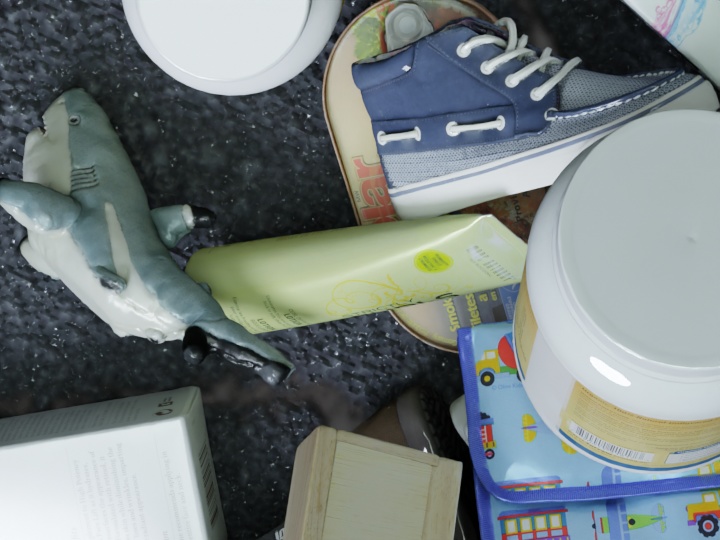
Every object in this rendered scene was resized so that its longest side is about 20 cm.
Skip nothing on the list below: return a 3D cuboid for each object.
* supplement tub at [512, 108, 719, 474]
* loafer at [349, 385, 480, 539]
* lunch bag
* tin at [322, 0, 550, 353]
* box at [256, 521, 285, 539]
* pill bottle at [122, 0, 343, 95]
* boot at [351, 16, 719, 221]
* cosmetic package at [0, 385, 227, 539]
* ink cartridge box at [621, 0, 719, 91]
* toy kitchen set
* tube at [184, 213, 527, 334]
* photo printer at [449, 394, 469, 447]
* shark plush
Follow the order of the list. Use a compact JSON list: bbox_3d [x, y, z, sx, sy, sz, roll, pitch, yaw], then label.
[{"bbox_3d":[0.149,0.011,1.400,0.144,0.200,0.146,0,75,0],"label":"supplement tub"},{"bbox_3d":[0.042,0.164,1.610,0.071,0.073,0.201,-18,95,16],"label":"loafer"},{"bbox_3d":[0.133,0.104,1.519,0.149,0.094,0.201,-7,88,2],"label":"lunch bag"},{"bbox_3d":[0.047,-0.054,1.577,0.111,0.042,0.201,-16,100,1],"label":"tin"},{"bbox_3d":[-0.041,0.249,1.599,0.158,0.048,0.200,-33,120,7],"label":"box"},{"bbox_3d":[-0.062,-0.150,1.478,0.112,0.200,0.113,0,101,2],"label":"pill bottle"},{"bbox_3d":[0.082,-0.091,1.482,0.199,0.073,0.091,-17,99,35],"label":"boot"},{"bbox_3d":[-0.179,0.133,1.604,0.199,0.074,0.102,-8,102,5],"label":"cosmetic package"},{"bbox_3d":[0.163,-0.168,1.494,0.200,0.146,0.083,42,98,-6],"label":"ink cartridge box"},{"bbox_3d":[0.010,0.214,1.520,0.162,0.200,0.182,15,65,-15],"label":"toy kitchen set"},{"bbox_3d":[0.000,0.000,1.540,0.199,0.058,0.052,-9,105,29],"label":"tube"},{"bbox_3d":[0.174,0.085,1.583,0.200,0.069,0.167,-35,98,8],"label":"photo printer"},{"bbox_3d":[-0.114,-0.014,1.542,0.083,0.091,0.200,-44,58,-13],"label":"shark plush"}]
